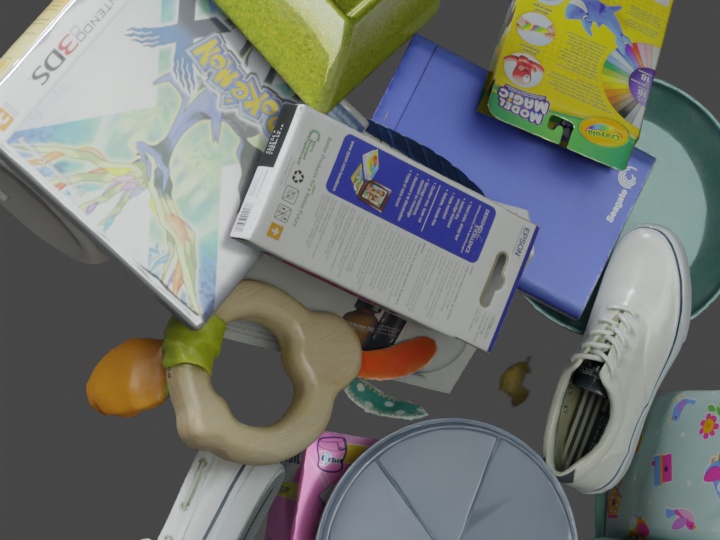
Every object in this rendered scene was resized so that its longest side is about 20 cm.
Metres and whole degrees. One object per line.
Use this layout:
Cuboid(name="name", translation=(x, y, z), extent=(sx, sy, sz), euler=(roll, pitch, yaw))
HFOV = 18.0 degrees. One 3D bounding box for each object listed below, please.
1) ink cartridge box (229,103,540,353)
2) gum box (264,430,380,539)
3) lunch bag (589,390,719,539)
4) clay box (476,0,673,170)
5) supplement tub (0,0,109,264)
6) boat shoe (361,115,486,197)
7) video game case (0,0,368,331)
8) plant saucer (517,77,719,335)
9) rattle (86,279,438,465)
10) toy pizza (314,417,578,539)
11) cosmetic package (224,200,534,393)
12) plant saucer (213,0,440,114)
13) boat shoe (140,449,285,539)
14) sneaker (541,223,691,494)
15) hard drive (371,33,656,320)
Cuboid(name="ink cartridge box", translation=(0.018, -0.026, 1.489), extent=(0.199, 0.037, 0.095), euler=(25, 83, -25))
Cuboid(name="gum box", translation=(0.037, 0.183, 1.626), extent=(0.199, 0.066, 0.114), euler=(11, 85, -18))
Cuboid(name="lunch bag", translation=(0.250, 0.191, 1.641), extent=(0.121, 0.170, 0.201), euler=(12, 82, -30))
Cuboid(name="clay box", translation=(0.158, -0.160, 1.655), extent=(0.114, 0.048, 0.201), euler=(22, 58, -5))
Cuboid(name="supplement tub", translation=(-0.166, -0.121, 1.537), extent=(0.144, 0.144, 0.200), euler=(42, 75, -12))
Cuboid(name="boat shoe", translation=(0.000, -0.067, 1.607), extent=(0.199, 0.072, 0.073), euler=(28, 105, -8))
Cuboid(name="video game case", translation=(-0.121, -0.094, 1.463), extent=(0.200, 0.022, 0.183), euler=(43, 75, -12))
Cuboid(name="plant saucer", translation=(0.189, -0.046, 1.695), extent=(0.199, 0.036, 0.201), euler=(1, 85, -6))
Cuboid(name="rattle", translation=(-0.065, 0.082, 1.577), extent=(0.199, 0.143, 0.131), euler=(-7, 63, -38))
Cuboid(name="toy pizza", translation=(0.058, 0.203, 1.581), extent=(0.199, 0.032, 0.202), euler=(0, 89, -20))
Cuboid(name="cosmetic package", translation=(0.000, 0.000, 1.584), extent=(0.199, 0.151, 0.052), euler=(14, 40, -16))
Cuboid(name="plant saucer", translation=(-0.037, -0.226, 1.515), extent=(0.200, 0.048, 0.200), euler=(48, 38, -4))
Cuboid(name="boat shoe", translation=(-0.126, 0.208, 1.578), extent=(0.067, 0.074, 0.201), euler=(27, 78, 14))
Cuboid(name="sneaker", translation=(0.183, 0.063, 1.621), extent=(0.071, 0.073, 0.201), euler=(13, 92, -61))
Cuboid(name="hard drive", translation=(0.098, -0.068, 1.656), extent=(0.199, 0.025, 0.133), euler=(27, 83, -1))
